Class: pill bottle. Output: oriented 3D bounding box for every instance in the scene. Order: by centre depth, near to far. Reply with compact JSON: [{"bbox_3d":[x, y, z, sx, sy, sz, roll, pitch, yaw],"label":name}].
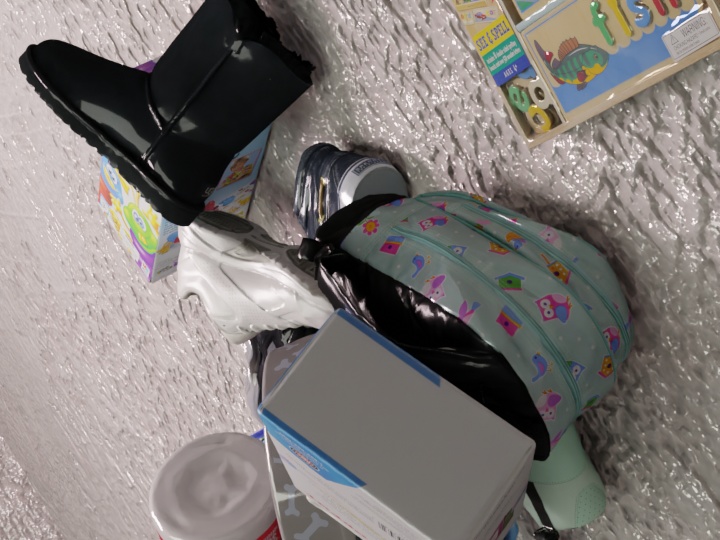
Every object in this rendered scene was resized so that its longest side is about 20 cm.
[{"bbox_3d":[-0.097,0.236,1.124,0.111,0.110,0.201,38,153,39],"label":"pill bottle"}]

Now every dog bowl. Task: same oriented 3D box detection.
[{"bbox_3d":[-0.031,0.146,1.064,0.200,0.058,0.203,-10,-90,-86],"label":"dog bowl"}]

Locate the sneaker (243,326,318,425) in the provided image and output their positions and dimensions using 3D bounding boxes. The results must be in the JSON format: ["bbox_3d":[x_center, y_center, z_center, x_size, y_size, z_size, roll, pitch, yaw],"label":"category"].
[{"bbox_3d":[-0.049,0.102,1.238,0.114,0.075,0.202,38,146,39],"label":"sneaker"}]

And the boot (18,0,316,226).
[{"bbox_3d":[-0.149,-0.159,1.059,0.200,0.168,0.076,44,-166,11],"label":"boot"}]

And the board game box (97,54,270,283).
[{"bbox_3d":[-0.162,-0.095,1.217,0.103,0.104,0.200,54,153,16],"label":"board game box"}]

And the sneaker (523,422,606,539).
[{"bbox_3d":[0.100,0.136,1.001,0.119,0.073,0.200,60,161,-15],"label":"sneaker"}]

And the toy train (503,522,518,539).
[{"bbox_3d":[0.055,0.195,1.053,0.200,0.086,0.115,-118,37,-59],"label":"toy train"}]

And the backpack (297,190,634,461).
[{"bbox_3d":[0.073,0.030,0.875,0.199,0.127,0.167,25,157,50],"label":"backpack"}]

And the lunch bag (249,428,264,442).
[{"bbox_3d":[-0.043,0.210,1.287,0.150,0.095,0.200,32,167,-8],"label":"lunch bag"}]

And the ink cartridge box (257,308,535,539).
[{"bbox_3d":[0.025,0.124,0.855,0.144,0.085,0.200,34,164,15],"label":"ink cartridge box"}]

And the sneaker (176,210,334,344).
[{"bbox_3d":[-0.076,0.023,1.151,0.199,0.078,0.100,26,112,31],"label":"sneaker"}]

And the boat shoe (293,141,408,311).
[{"bbox_3d":[0.000,0.000,1.057,0.091,0.070,0.202,30,131,52],"label":"boat shoe"}]

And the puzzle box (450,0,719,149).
[{"bbox_3d":[0.117,-0.153,0.730,0.134,0.025,0.200,62,155,-1],"label":"puzzle box"}]
